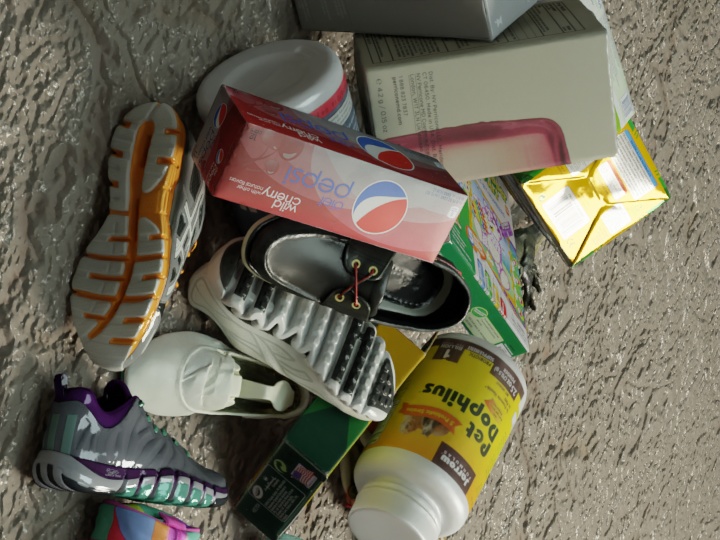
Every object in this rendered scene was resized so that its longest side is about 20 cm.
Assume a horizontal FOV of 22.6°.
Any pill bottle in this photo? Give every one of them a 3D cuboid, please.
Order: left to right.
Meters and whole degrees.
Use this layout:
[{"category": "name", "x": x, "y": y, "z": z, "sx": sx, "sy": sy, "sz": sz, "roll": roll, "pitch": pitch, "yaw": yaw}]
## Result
[{"category": "pill bottle", "x": -0.049, "y": -0.072, "z": 1.450, "sx": 0.120, "sy": 0.119, "sz": 0.201, "roll": -50, "pitch": 135, "yaw": -39}, {"category": "pill bottle", "x": 0.065, "y": 0.159, "z": 1.598, "sx": 0.201, "sy": 0.109, "sz": 0.110, "roll": -59, "pitch": 140, "yaw": -36}]

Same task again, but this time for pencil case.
[{"category": "pencil case", "x": -0.182, "y": 0.275, "z": 1.350, "sx": 0.088, "sy": 0.088, "sz": 0.202, "roll": 31, "pitch": 69, "yaw": -55}]

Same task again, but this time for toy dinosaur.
[{"category": "toy dinosaur", "x": 0.168, "y": -0.010, "z": 1.870, "sx": 0.200, "sy": 0.047, "sz": 0.089, "roll": -34, "pitch": 118, "yaw": -53}]

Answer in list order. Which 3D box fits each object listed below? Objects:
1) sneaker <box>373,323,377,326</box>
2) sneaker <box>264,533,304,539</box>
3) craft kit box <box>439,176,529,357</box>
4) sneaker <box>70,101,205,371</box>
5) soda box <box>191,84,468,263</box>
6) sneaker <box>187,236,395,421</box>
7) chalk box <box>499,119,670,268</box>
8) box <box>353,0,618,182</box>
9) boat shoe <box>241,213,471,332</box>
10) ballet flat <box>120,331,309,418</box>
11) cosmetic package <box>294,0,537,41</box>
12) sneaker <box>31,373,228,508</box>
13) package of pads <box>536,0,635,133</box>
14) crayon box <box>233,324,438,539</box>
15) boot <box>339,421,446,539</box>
[{"category": "sneaker", "x": 0.000, "y": 0.000, "z": 1.573, "sx": 0.074, "sy": 0.084, "sz": 0.201, "roll": -39, "pitch": 127, "yaw": -46}, {"category": "sneaker", "x": -0.064, "y": 0.335, "z": 1.552, "sx": 0.140, "sy": 0.077, "sz": 0.201, "roll": -52, "pitch": 136, "yaw": -39}, {"category": "craft kit box", "x": 0.095, "y": -0.047, "z": 1.674, "sx": 0.200, "sy": 0.048, "sz": 0.199, "roll": 51, "pitch": 25, "yaw": -49}, {"category": "sneaker", "x": -0.155, "y": -0.020, "z": 1.342, "sx": 0.077, "sy": 0.078, "sz": 0.202, "roll": 34, "pitch": 67, "yaw": -59}, {"category": "soda box", "x": -0.023, "y": -0.070, "z": 1.347, "sx": 0.199, "sy": 0.070, "sz": 0.064, "roll": 16, "pitch": 112, "yaw": -29}, {"category": "sneaker", "x": -0.054, "y": 0.052, "z": 1.449, "sx": 0.200, "sy": 0.081, "sz": 0.075, "roll": 41, "pitch": 53, "yaw": -19}, {"category": "chalk box", "x": 0.192, "y": -0.122, "z": 1.758, "sx": 0.123, "sy": 0.200, "sz": 0.125, "roll": -35, "pitch": 125, "yaw": 3}, {"category": "box", "x": 0.100, "y": -0.145, "z": 1.478, "sx": 0.128, "sy": 0.198, "sz": 0.110, "roll": -102, "pitch": -176, "yaw": -69}, {"category": "boat shoe", "x": 0.001, "y": 0.000, "z": 1.404, "sx": 0.200, "sy": 0.063, "sz": 0.074, "roll": 15, "pitch": 107, "yaw": -35}, {"category": "ballet flat", "x": -0.108, "y": 0.089, "z": 1.445, "sx": 0.200, "sy": 0.069, "sz": 0.070, "roll": 16, "pitch": 84, "yaw": -57}, {"category": "cosmetic package", "x": 0.037, "y": -0.254, "z": 1.470, "sx": 0.090, "sy": 0.199, "sz": 0.107, "roll": -44, "pitch": 132, "yaw": -43}, {"category": "sneaker", "x": -0.163, "y": 0.131, "z": 1.365, "sx": 0.200, "sy": 0.074, "sz": 0.088, "roll": 20, "pitch": 74, "yaw": -56}, {"category": "package of pads", "x": 0.144, "y": -0.203, "z": 1.638, "sx": 0.068, "sy": 0.199, "sz": 0.155, "roll": -43, "pitch": 126, "yaw": -29}, {"category": "crayon box", "x": -0.019, "y": 0.126, "z": 1.542, "sx": 0.200, "sy": 0.051, "sz": 0.127, "roll": -48, "pitch": 176, "yaw": -42}, {"category": "boot", "x": 0.023, "y": 0.230, "z": 1.678, "sx": 0.107, "sy": 0.075, "sz": 0.202, "roll": -11, "pitch": 98, "yaw": -52}]
